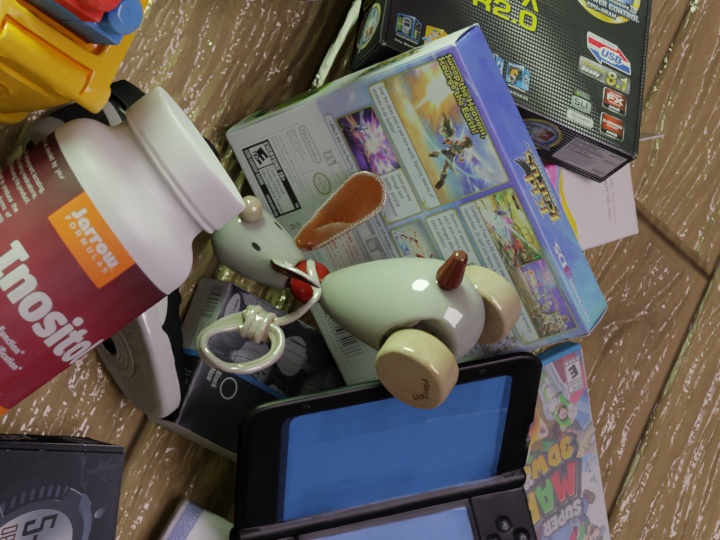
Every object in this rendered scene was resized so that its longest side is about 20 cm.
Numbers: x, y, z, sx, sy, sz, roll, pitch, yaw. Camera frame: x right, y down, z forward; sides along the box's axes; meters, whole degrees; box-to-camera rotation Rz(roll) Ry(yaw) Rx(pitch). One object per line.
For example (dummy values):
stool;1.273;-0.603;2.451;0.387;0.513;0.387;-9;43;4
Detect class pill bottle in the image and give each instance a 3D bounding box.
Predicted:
pill bottle;-0.169;-0.012;1.300;0.199;0.113;0.113;-36;121;2

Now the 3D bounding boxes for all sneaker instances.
sneaker;-0.121;-0.019;1.416;0.112;0.073;0.201;-32;113;-32

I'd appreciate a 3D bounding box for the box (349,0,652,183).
box;0.097;-0.167;1.522;0.199;0.044;0.161;23;59;-21

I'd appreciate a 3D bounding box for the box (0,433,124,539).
box;-0.226;0.198;1.370;0.159;0.043;0.202;7;91;-41

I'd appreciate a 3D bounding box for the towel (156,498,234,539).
towel;-0.067;0.253;1.464;0.199;0.024;0.148;31;73;-4

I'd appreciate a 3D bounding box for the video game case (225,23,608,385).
video game case;0.035;-0.032;1.457;0.201;0.180;0.045;64;34;-12

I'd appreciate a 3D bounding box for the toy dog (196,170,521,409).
toy dog;0.000;0.000;1.395;0.132;0.198;0.097;-75;173;-45

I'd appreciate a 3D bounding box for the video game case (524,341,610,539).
video game case;0.122;0.169;1.685;0.143;0.018;0.202;-22;109;-38

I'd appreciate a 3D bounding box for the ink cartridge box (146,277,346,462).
ink cartridge box;-0.043;0.089;1.520;0.199;0.039;0.100;30;75;-40

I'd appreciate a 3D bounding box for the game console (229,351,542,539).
game console;0.027;0.163;1.437;0.198;0.116;0.177;-10;77;-16

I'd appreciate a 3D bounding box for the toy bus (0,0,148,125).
toy bus;-0.166;-0.188;1.283;0.135;0.191;0.201;32;73;-36

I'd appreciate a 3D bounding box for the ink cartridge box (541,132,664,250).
ink cartridge box;0.108;-0.045;1.582;0.199;0.117;0.068;-17;104;-38
